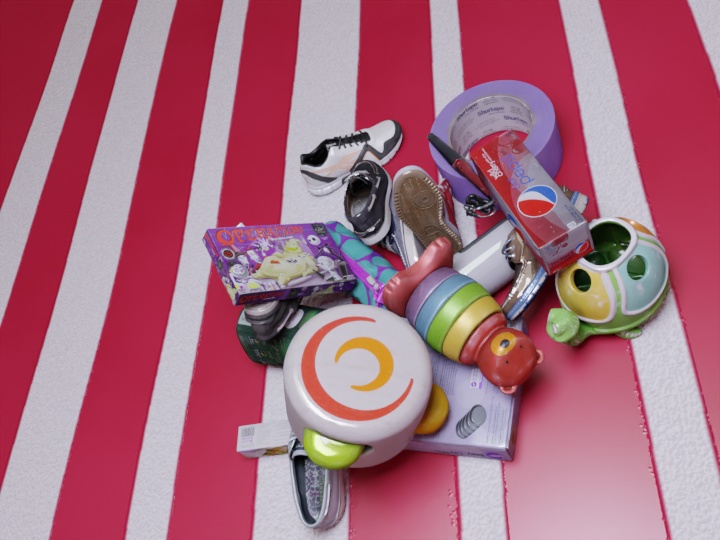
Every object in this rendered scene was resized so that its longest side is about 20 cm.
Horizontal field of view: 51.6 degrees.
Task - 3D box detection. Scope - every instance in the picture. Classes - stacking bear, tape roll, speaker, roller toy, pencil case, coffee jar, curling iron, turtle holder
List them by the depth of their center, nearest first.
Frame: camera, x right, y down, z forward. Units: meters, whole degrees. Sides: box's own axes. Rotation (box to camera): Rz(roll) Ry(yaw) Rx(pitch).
[{"bbox_3d":[-0.003,0.147,0.944,0.199,0.140,0.183,-23,62,-17],"label":"roller toy"},{"bbox_3d":[0.141,0.072,0.964,0.121,0.114,0.200,-40,61,-16],"label":"stacking bear"},{"bbox_3d":[0.309,0.009,0.971,0.185,0.132,0.141,-27,52,6],"label":"turtle holder"},{"bbox_3d":[0.212,-0.030,1.077,0.200,0.081,0.081,-36,51,0],"label":"speaker"},{"bbox_3d":[-0.080,0.099,1.113,0.199,0.105,0.085,6,46,28],"label":"coffee jar"},{"bbox_3d":[0.145,-0.149,1.114,0.049,0.026,0.200,-28,51,2],"label":"curling iron"},{"bbox_3d":[0.000,0.000,1.150,0.085,0.092,0.200,-51,50,-1],"label":"pencil case"},{"bbox_3d":[0.215,-0.200,1.186,0.199,0.085,0.201,-13,53,18],"label":"tape roll"}]

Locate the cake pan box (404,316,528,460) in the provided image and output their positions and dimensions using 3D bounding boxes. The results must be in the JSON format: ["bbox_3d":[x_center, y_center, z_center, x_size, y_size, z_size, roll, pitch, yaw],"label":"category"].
[{"bbox_3d":[0.127,0.149,1.018,0.183,0.052,0.201,-1,59,23],"label":"cake pan box"}]

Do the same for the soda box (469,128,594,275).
[{"bbox_3d":[0.217,-0.091,0.962,0.070,0.063,0.200,-30,48,6],"label":"soda box"}]

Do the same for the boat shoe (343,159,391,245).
[{"bbox_3d":[0.004,-0.123,1.177,0.074,0.060,0.201,-27,37,23],"label":"boat shoe"}]

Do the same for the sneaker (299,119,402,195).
[{"bbox_3d":[-0.017,-0.208,1.306,0.199,0.080,0.074,-32,49,1],"label":"sneaker"}]

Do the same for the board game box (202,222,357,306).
[{"bbox_3d":[-0.112,-0.014,1.060,0.120,0.199,0.032,55,133,30],"label":"board game box"}]

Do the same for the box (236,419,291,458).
[{"bbox_3d":[-0.082,0.235,1.067,0.199,0.039,0.042,-12,58,18],"label":"box"}]

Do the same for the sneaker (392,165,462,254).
[{"bbox_3d":[0.094,-0.113,1.112,0.071,0.200,0.113,-19,51,15],"label":"sneaker"}]

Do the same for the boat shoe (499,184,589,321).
[{"bbox_3d":[0.230,-0.027,1.006,0.072,0.072,0.200,29,77,11],"label":"boat shoe"}]

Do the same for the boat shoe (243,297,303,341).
[{"bbox_3d":[-0.113,0.028,1.097,0.067,0.057,0.200,5,32,20],"label":"boat shoe"}]

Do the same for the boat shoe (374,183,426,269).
[{"bbox_3d":[0.052,-0.052,1.181,0.092,0.075,0.201,-24,43,17],"label":"boat shoe"}]

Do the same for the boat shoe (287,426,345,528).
[{"bbox_3d":[-0.062,0.241,0.993,0.070,0.071,0.202,-11,77,18],"label":"boat shoe"}]

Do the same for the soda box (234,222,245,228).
[{"bbox_3d":[-0.181,-0.017,1.181,0.064,0.200,0.068,-44,89,-8],"label":"soda box"}]
